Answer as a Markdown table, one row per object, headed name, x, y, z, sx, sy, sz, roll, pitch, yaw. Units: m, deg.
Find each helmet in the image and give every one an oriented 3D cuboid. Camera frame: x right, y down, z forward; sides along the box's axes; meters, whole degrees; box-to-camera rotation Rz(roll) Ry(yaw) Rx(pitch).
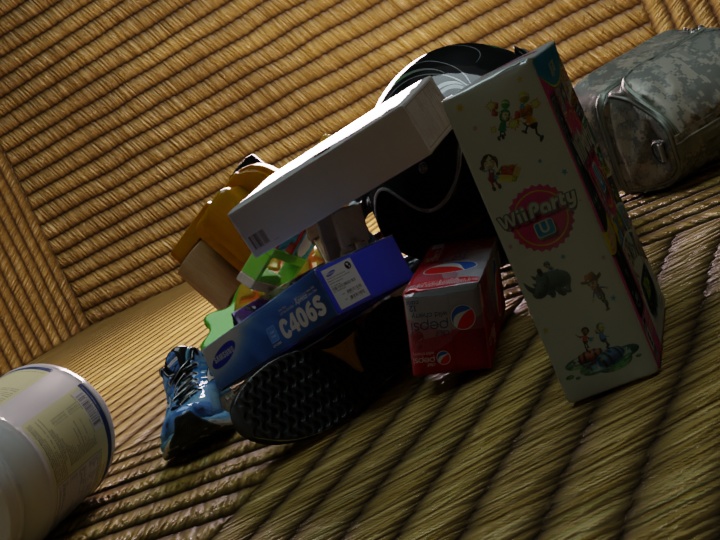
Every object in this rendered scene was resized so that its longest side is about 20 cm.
| name | x | y | z | sx | sy | sz | roll | pitch | yaw |
| --- | --- | --- | --- | --- | --- | --- | --- | --- | --- |
| helmet | 0.094 | -0.109 | 1.126 | 0.198 | 0.203 | 0.190 | -29 | 18 | -27 |

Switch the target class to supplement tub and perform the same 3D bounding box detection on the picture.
| name | x | y | z | sx | sy | sz | roll | pitch | yaw |
| --- | --- | --- | --- | --- | --- | --- | --- | --- | --- |
| supplement tub | -0.326 | 0.181 | 1.104 | 0.143 | 0.147 | 0.200 | -24 | 7 | 17 |

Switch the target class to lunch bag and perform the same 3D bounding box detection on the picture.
| name | x | y | z | sx | sy | sz | roll | pitch | yaw |
| --- | --- | --- | --- | --- | --- | --- | --- | --- | --- |
| lunch bag | 0.353 | -0.174 | 1.306 | 0.198 | 0.141 | 0.167 | -29 | 23 | -20 |

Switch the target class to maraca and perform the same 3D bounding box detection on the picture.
| name | x | y | z | sx | sy | sz | roll | pitch | yaw |
| --- | --- | --- | --- | --- | --- | --- | --- | --- | --- |
| maraca | -0.095 | 0.046 | 1.404 | 0.199 | 0.108 | 0.137 | -39 | 52 | -13 |

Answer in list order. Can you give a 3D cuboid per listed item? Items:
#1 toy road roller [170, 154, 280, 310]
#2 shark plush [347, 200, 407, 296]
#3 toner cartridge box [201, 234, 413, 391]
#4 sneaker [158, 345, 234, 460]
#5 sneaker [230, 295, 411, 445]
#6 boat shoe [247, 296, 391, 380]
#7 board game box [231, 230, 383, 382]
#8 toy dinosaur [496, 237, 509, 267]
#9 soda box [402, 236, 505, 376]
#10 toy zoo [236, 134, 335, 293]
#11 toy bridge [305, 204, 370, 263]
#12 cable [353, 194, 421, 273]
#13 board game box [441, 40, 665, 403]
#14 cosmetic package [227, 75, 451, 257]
| name | x | y | z | sx | sy | sz | roll | pitch | yaw |
| --- | --- | --- | --- | --- | --- | --- | --- | --- | --- |
| toy road roller | -0.154 | -0.040 | 1.494 | 0.201 | 0.122 | 0.146 | -52 | -4 | 15 |
| shark plush | 0.000 | 0.000 | 1.197 | 0.090 | 0.084 | 0.200 | -32 | -31 | 6 |
| toner cartridge box | -0.049 | 0.039 | 1.032 | 0.094 | 0.044 | 0.199 | -23 | -7 | -41 |
| sneaker | -0.175 | 0.124 | 1.198 | 0.077 | 0.091 | 0.200 | -26 | 8 | -2 |
| sneaker | -0.031 | 0.095 | 1.023 | 0.199 | 0.071 | 0.090 | -30 | -6 | -31 |
| boat shoe | -0.039 | 0.071 | 1.164 | 0.064 | 0.075 | 0.201 | 19 | -40 | -36 |
| board game box | -0.045 | 0.042 | 1.309 | 0.198 | 0.032 | 0.121 | -30 | -29 | -19 |
| toy dinosaur | 0.155 | -0.065 | 1.326 | 0.076 | 0.103 | 0.200 | -23 | 8 | 19 |
| soda box | 0.081 | 0.026 | 1.001 | 0.062 | 0.071 | 0.200 | -7 | 10 | 12 |
| toy zoo | -0.052 | -0.067 | 1.258 | 0.202 | 0.020 | 0.131 | -59 | -12 | 3 |
| toy bridge | -0.021 | -0.026 | 1.104 | 0.027 | 0.068 | 0.200 | -18 | 7 | -10 |
| cable | 0.051 | -0.055 | 1.354 | 0.162 | 0.051 | 0.201 | -29 | -35 | -2 |
| board game box | 0.131 | -0.038 | 0.779 | 0.064 | 0.202 | 0.148 | -23 | 7 | 19 |
| cosmetic package | -0.017 | -0.088 | 1.028 | 0.198 | 0.051 | 0.083 | -29 | 10 | 31 |
